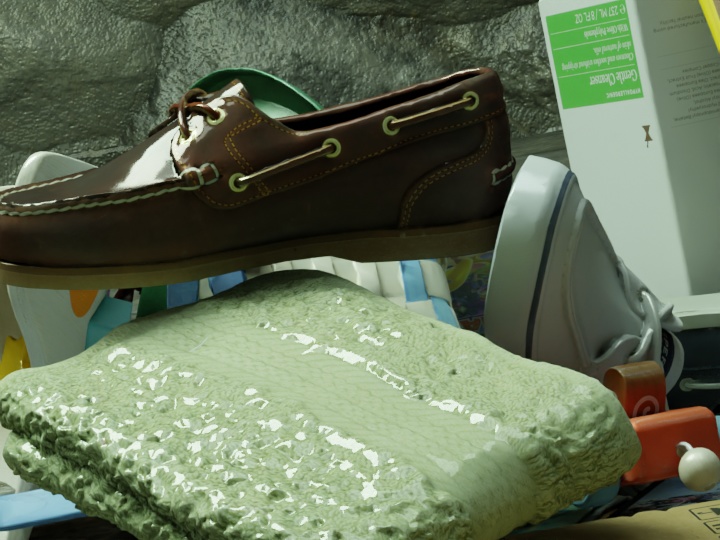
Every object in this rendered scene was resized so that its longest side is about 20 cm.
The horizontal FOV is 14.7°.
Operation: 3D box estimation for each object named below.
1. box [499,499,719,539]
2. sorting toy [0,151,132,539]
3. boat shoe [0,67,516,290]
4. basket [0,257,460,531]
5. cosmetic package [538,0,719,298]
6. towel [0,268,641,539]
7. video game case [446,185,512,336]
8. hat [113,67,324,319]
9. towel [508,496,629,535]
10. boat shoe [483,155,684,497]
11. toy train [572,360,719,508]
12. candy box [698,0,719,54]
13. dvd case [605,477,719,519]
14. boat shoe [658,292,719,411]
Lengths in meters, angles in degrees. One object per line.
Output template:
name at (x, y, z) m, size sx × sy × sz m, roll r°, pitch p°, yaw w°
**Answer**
box at (0.068, 0.112, 0.845) m, size 0.162 × 0.021 × 0.200 m, roll -9°, pitch 10°, yaw -8°
sorting toy at (-0.170, 0.047, 1.270) m, size 0.106 × 0.181 × 0.200 m, roll 14°, pitch -8°, yaw -35°
boat shoe at (-0.041, -0.037, 1.026) m, size 0.199 × 0.071 × 0.070 m, roll -8°, pitch 20°, yaw -12°
basket at (-0.067, 0.041, 1.133) m, size 0.199 × 0.140 × 0.177 m, roll -9°, pitch -35°, yaw -17°
cosmetic package at (0.159, -0.042, 1.331) m, size 0.084 × 0.201 × 0.108 m, roll -12°, pitch 2°, yaw -21°
towel at (-0.020, 0.052, 0.937) m, size 0.148 × 0.037 × 0.200 m, roll -26°, pitch 32°, yaw -33°
video game case at (0.000, 0.000, 1.231) m, size 0.142 × 0.018 × 0.200 m, roll -11°, pitch -36°, yaw 1°
hat at (-0.093, 0.028, 1.299) m, size 0.165 × 0.201 × 0.176 m, roll 35°, pitch 50°, yaw 30°
towel at (-0.001, 0.120, 1.011) m, size 0.146 × 0.022 × 0.200 m, roll -8°, pitch 8°, yaw 27°
boat shoe at (0.091, 0.025, 1.064) m, size 0.065 × 0.074 × 0.200 m, roll 11°, pitch -26°, yaw 17°
toy train at (0.027, 0.064, 0.993) m, size 0.199 × 0.056 × 0.150 m, roll -9°, pitch -2°, yaw -27°
candy box at (0.211, -0.088, 1.204) m, size 0.102 × 0.201 × 0.026 m, roll -31°, pitch -30°, yaw 24°
dvd case at (0.191, 0.081, 1.012) m, size 0.199 × 0.018 × 0.143 m, roll -7°, pitch 8°, yaw 27°
boat shoe at (0.153, 0.040, 1.235) m, size 0.199 × 0.062 × 0.075 m, roll -8°, pitch 9°, yaw 2°
